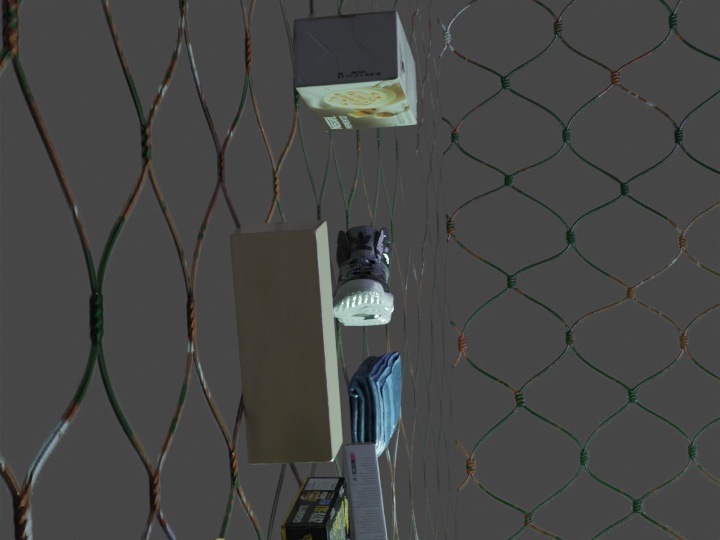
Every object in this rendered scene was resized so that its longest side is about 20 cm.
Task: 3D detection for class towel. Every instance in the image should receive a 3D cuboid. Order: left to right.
[{"bbox_3d":[0.021,0.173,2.097,0.200,0.048,0.112,-47,134,-80],"label":"towel"}]

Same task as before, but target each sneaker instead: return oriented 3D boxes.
[{"bbox_3d":[0.000,0.000,1.918,0.200,0.075,0.114,77,11,-80],"label":"sneaker"}]

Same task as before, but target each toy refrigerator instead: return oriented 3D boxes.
[{"bbox_3d":[-0.062,0.060,1.410,0.070,0.076,0.200,-55,141,-78],"label":"toy refrigerator"}]

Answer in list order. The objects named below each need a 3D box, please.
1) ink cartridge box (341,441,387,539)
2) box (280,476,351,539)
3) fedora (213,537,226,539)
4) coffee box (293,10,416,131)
[{"bbox_3d":[0.005,0.320,1.762,0.197,0.043,0.200,93,-7,-52],"label":"ink cartridge box"},{"bbox_3d":[-0.037,0.321,1.607,0.160,0.049,0.200,-65,151,-79],"label":"box"},{"bbox_3d":[-0.057,0.286,1.229,0.201,0.082,0.201,-15,90,-82],"label":"fedora"},{"bbox_3d":[-0.003,-0.218,1.816,0.200,0.114,0.080,52,36,-79],"label":"coffee box"}]
